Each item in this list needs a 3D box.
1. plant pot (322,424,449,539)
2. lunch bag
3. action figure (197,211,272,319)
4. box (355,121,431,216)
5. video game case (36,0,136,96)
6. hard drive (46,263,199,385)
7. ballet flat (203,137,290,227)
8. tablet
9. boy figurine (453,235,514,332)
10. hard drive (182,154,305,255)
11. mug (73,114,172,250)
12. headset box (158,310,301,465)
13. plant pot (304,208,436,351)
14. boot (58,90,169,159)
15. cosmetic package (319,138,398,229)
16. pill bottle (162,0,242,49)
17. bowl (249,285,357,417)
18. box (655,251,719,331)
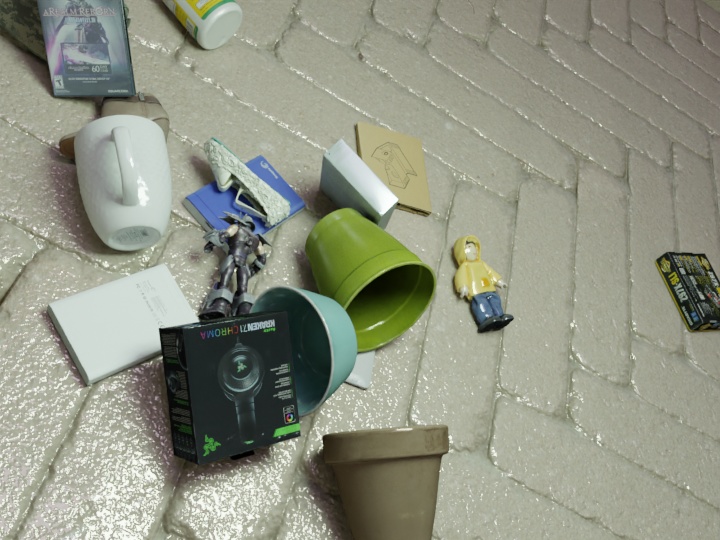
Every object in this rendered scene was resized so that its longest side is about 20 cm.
[{"bbox_3d":[0.045,0.329,1.193,0.197,0.199,0.179,2,74,-30],"label":"plant pot"},{"bbox_3d":[-0.530,-0.473,1.415,0.198,0.140,0.169,32,36,-7],"label":"lunch bag"},{"bbox_3d":[-0.209,-0.010,1.321,0.129,0.069,0.204,28,56,-34],"label":"action figure"},{"bbox_3d":[0.069,-0.218,1.685,0.160,0.021,0.204,12,54,-25],"label":"box"},{"bbox_3d":[-0.462,-0.394,1.333,0.139,0.204,0.019,-1,30,-2],"label":"video game case"},{"bbox_3d":[-0.355,0.077,1.209,0.198,0.027,0.133,-23,73,-41],"label":"hard drive"},{"bbox_3d":[-0.211,-0.152,1.401,0.199,0.072,0.072,40,47,-1],"label":"ballet flat"},{"bbox_3d":[-0.063,0.117,1.375,0.197,0.014,0.132,24,49,-17],"label":"tablet"},{"bbox_3d":[0.244,0.022,1.601,0.122,0.064,0.204,-2,64,-30],"label":"boy figurine"},{"bbox_3d":[-0.207,-0.121,1.441,0.132,0.025,0.199,47,47,5],"label":"hard drive"},{"bbox_3d":[-0.366,-0.141,1.239,0.145,0.200,0.179,-8,69,-18],"label":"mug"},{"bbox_3d":[-0.189,0.172,1.158,0.171,0.092,0.205,-7,91,-36],"label":"headset box"},{"bbox_3d":[0.000,0.000,1.383,0.197,0.203,0.194,-7,45,-35],"label":"plant pot"},{"bbox_3d":[-0.428,-0.256,1.377,0.197,0.071,0.148,1,52,-33],"label":"boot"},{"bbox_3d":[-0.007,-0.142,1.468,0.051,0.200,0.151,-40,85,-11],"label":"cosmetic package"},{"bbox_3d":[-0.339,-0.559,1.605,0.201,0.113,0.112,49,47,8],"label":"pill bottle"},{"bbox_3d":[-0.081,0.118,1.249,0.104,0.201,0.203,-10,64,-49],"label":"bowl"},{"bbox_3d":[0.835,0.050,1.963,0.157,0.049,0.203,2,58,-34],"label":"box"}]
